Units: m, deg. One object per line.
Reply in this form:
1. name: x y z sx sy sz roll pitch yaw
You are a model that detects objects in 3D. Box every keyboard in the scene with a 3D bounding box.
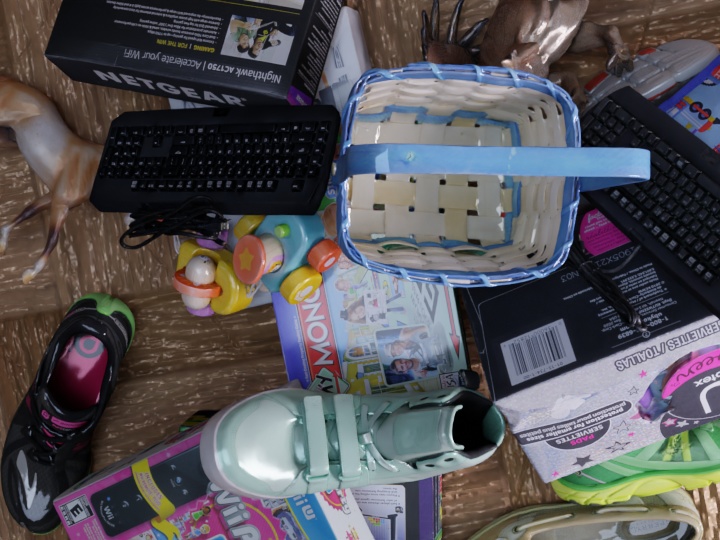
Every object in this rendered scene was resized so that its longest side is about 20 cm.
1. keyboard: 0.184 -0.027 0.841 0.127 0.021 0.200 -52 46 13
2. keyboard: -0.111 -0.068 0.900 0.199 0.040 0.105 1 75 32

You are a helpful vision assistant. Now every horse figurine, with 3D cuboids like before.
1. horse figurine: -0.260 -0.087 1.029 0.133 0.050 0.200 -44 81 -1

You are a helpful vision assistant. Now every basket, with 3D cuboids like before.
1. basket: 0.068 -0.060 0.823 0.175 0.200 0.140 2 85 -9

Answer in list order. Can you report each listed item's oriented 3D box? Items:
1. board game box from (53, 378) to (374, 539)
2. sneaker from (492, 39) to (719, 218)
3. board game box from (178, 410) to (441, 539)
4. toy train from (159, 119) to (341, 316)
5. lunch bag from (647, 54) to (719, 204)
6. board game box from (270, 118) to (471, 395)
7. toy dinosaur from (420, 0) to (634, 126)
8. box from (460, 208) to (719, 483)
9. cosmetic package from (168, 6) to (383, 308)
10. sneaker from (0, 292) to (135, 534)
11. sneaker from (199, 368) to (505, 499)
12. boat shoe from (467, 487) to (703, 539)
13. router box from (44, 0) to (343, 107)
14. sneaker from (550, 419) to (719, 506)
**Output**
1. board game box: -0.105 0.189 0.965 0.199 0.064 0.148 -27 90 18
2. sneaker: 0.183 -0.087 0.953 0.200 0.077 0.082 -36 111 16
3. board game box: -0.036 0.196 1.020 0.199 0.057 0.166 1 98 10
4. toy train: -0.106 -0.039 0.938 0.199 0.055 0.151 -4 100 41
5. lunch bag: 0.296 -0.092 0.855 0.200 0.094 0.151 -35 54 -4
6. board game box: 0.000 0.000 0.957 0.134 0.029 0.201 -10 97 10
7. toy dinosaur: 0.117 -0.175 0.946 0.200 0.135 0.086 -43 131 -8
8. box: 0.187 0.039 0.907 0.199 0.133 0.115 -23 135 12
9. cosmetic package: -0.054 -0.082 0.996 0.150 0.052 0.201 -13 94 13
10. sneaker: -0.238 0.113 1.029 0.076 0.084 0.201 18 99 -2
11. sneaker: 0.001 0.104 0.868 0.118 0.199 0.074 -26 68 53
12. boat shoe: 0.155 0.212 0.980 0.200 0.063 0.074 -17 93 9
13. router box: -0.115 -0.199 0.956 0.199 0.051 0.150 13 79 19
14. sneaker: 0.228 0.112 0.954 0.199 0.074 0.084 -17 97 12
